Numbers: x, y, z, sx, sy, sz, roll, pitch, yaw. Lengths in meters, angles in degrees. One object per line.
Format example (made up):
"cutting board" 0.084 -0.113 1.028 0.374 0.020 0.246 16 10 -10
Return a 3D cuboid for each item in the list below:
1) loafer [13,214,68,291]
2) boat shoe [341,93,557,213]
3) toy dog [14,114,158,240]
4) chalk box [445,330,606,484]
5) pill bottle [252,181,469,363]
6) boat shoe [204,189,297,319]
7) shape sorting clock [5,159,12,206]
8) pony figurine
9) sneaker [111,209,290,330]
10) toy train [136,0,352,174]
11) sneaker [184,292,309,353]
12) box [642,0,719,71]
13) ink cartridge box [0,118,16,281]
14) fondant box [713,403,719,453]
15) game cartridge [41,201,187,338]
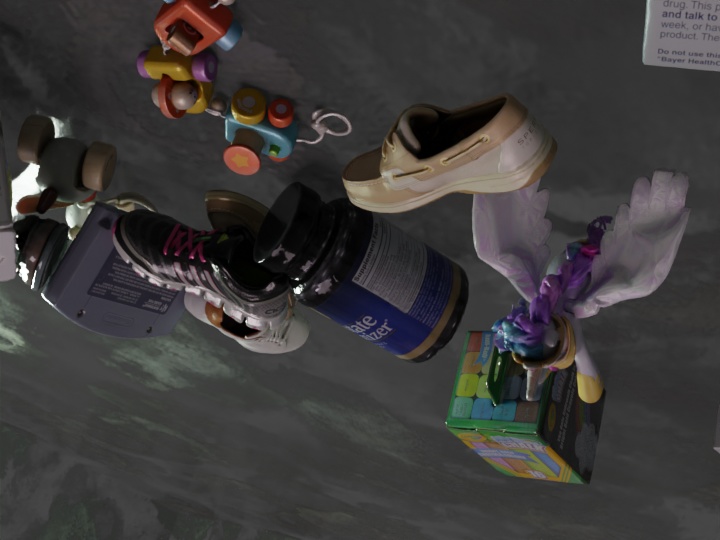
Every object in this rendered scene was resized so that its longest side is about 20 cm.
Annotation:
"loafer" -0.340 -0.022 0.921 0.062 0.073 0.200 26 171 -14
"boat shoe" 0.055 -0.097 0.695 0.198 0.074 0.069 -7 133 43
"toy dog" -0.312 -0.074 0.965 0.130 0.098 0.201 11 154 17
"chalk box" 0.183 0.148 1.032 0.122 0.126 0.200 -2 147 38
"pill bottle" 0.000 0.000 0.872 0.198 0.113 0.111 30 154 -23
"boat shoe" -0.112 -0.014 0.982 0.070 0.065 0.200 4 151 29
"shape sorting clock" -0.434 -0.097 0.883 0.039 0.203 0.200 -21 138 28
"pony figurine" 0.170 0.012 0.721 0.164 0.197 0.200 11 174 24
"sneaker" -0.152 -0.017 0.902 0.198 0.074 0.088 28 138 -6
"toy train" -0.107 -0.143 0.724 0.149 0.056 0.199 -8 144 45
"sneaker" -0.121 0.069 1.099 0.084 0.074 0.199 25 -179 42
"box" 0.215 -0.178 0.357 0.181 0.106 0.201 10 155 19
"ink cartridge box" -0.363 -0.102 0.806 0.083 0.203 0.146 -9 165 -23
"fondant box" 0.512 0.210 1.001 0.199 0.059 0.143 33 152 -30
"game cartridge" -0.256 0.009 0.996 0.041 0.135 0.199 30 -179 28
